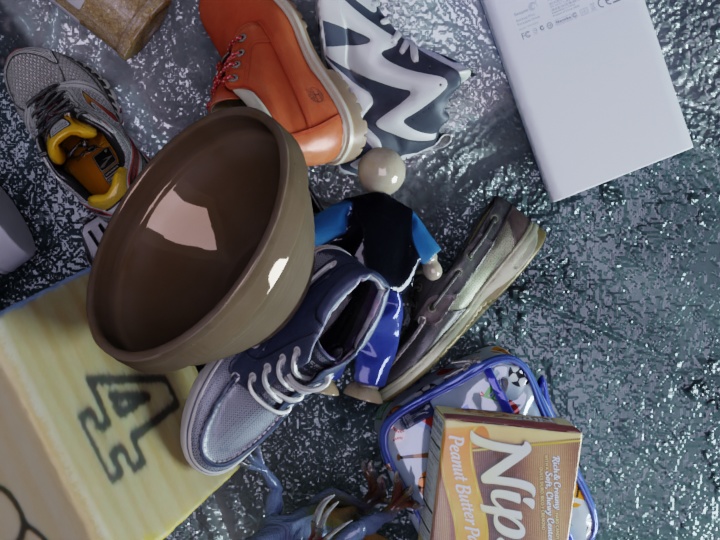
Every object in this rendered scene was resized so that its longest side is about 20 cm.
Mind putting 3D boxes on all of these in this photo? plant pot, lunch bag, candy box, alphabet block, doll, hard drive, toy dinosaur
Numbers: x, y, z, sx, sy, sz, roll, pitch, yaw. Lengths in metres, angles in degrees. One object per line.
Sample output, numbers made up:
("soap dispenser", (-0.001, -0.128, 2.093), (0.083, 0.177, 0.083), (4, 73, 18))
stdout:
("plant pot", (-0.098, -0.008, 0.864), (0.092, 0.201, 0.202), (36, 94, -38))
("lunch bag", (0.110, 0.170, 1.038), (0.159, 0.076, 0.202), (-26, 97, -2))
("candy box", (0.107, 0.218, 0.978), (0.114, 0.055, 0.203), (6, 94, -8))
("alphabet block", (-0.244, 0.126, 0.929), (0.193, 0.196, 0.202), (-22, 97, 29))
("doll", (0.000, 0.000, 0.970), (0.135, 0.048, 0.203), (12, 90, -19))
("hard drive", (0.191, -0.178, 1.032), (0.130, 0.025, 0.203), (-21, 96, 0))
("toy dinosaur", (-0.039, 0.220, 0.960), (0.180, 0.105, 0.202), (-29, 120, -25))

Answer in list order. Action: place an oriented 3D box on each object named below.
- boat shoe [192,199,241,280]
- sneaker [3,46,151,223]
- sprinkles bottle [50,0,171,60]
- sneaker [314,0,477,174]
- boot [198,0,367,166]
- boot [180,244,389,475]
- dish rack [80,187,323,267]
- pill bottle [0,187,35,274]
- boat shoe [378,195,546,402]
("boat shoe", (-0.103, 0.002, 0.968), (0.070, 0.070, 0.204), (-12, 91, 8))
("sneaker", (-0.227, -0.115, 0.972), (0.078, 0.082, 0.200), (-45, 68, 3))
("sprinkles bottle", (-0.251, -0.260, 0.985), (0.199, 0.068, 0.069), (38, 93, -6))
("sneaker", (0.031, -0.186, 0.998), (0.127, 0.079, 0.203), (-7, 96, -3))
("boot", (-0.089, -0.162, 0.955), (0.106, 0.075, 0.201), (-17, 61, -39))
("boot", (-0.059, 0.072, 0.887), (0.072, 0.090, 0.201), (34, 87, -25))
("dish rack", (-0.133, -0.029, 1.018), (0.199, 0.055, 0.155), (-33, 95, 1))
("pill bottle", (-0.371, 0.007, 0.982), (0.198, 0.112, 0.113), (-32, 96, 1))
("boat shoe", (0.072, 0.022, 1.027), (0.066, 0.072, 0.201), (43, 87, 0))
